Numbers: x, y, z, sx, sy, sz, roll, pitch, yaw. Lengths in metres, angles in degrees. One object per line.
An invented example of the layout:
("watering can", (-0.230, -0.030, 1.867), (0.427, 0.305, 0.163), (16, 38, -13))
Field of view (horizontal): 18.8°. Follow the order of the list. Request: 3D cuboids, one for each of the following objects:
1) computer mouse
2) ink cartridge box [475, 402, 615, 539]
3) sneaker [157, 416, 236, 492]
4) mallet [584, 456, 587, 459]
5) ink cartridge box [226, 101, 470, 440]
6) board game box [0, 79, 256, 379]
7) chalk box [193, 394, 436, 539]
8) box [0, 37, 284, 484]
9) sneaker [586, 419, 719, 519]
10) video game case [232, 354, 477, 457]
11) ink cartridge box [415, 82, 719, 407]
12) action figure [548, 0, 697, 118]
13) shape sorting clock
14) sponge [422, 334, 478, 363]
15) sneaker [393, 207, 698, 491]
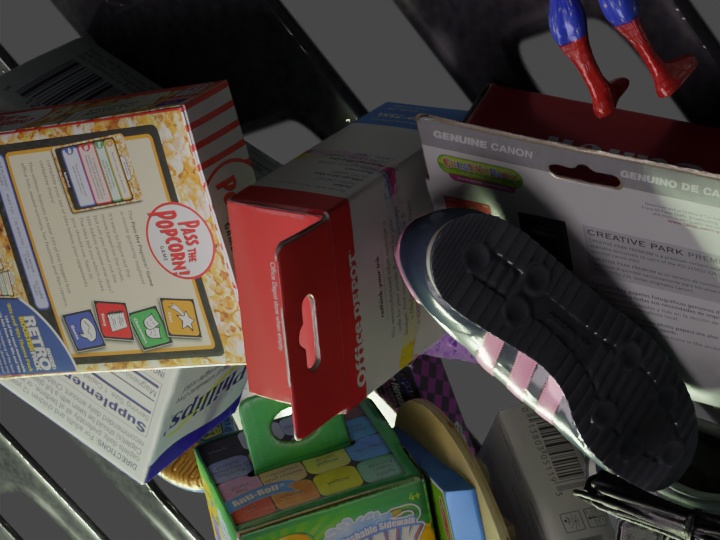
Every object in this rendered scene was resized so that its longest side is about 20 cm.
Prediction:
("computer mouse", (0.198, 0.156, 1.148), (0.140, 0.046, 0.200), (20, 160, 26))
("ink cartridge box", (0.108, 0.199, 1.376), (0.200, 0.050, 0.162), (107, 147, -54))
("sneaker", (-0.141, 0.101, 1.546), (0.200, 0.075, 0.088), (37, 167, 39))
("mallet", (0.142, 0.082, 1.298), (0.065, 0.041, 0.200), (-5, 151, -13))
("ink cartridge box", (-0.007, -0.003, 1.173), (0.067, 0.200, 0.117), (10, 117, 32))
("board game box", (-0.144, -0.019, 1.231), (0.199, 0.046, 0.152), (-4, 110, 34))
("chalk box", (-0.025, 0.165, 1.359), (0.124, 0.124, 0.201), (-127, 22, -63))
("box", (-0.153, -0.006, 1.343), (0.184, 0.105, 0.201), (33, 128, 16))
("sneaker", (0.230, 0.135, 1.233), (0.199, 0.070, 0.082), (20, 146, -1))
("video game case", (-0.007, 0.109, 1.480), (0.181, 0.036, 0.201), (10, 138, 33))
("ink cartridge box", (0.144, -0.025, 1.142), (0.199, 0.084, 0.176), (14, 141, 28))
("action figure", (0.092, -0.171, 1.043), (0.065, 0.052, 0.200), (-12, 119, 41))
("shape sorting clock", (0.065, 0.176, 1.357), (0.200, 0.039, 0.201), (164, 90, -78))
("sponge", (0.000, 0.000, 1.347), (0.199, 0.030, 0.112), (8, 137, 35))
("sneaker", (0.097, 0.037, 1.141), (0.200, 0.070, 0.082), (46, 168, -21))
